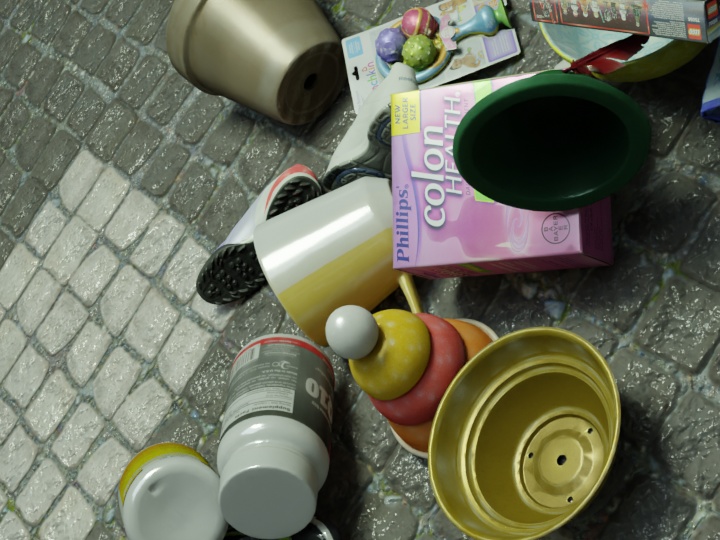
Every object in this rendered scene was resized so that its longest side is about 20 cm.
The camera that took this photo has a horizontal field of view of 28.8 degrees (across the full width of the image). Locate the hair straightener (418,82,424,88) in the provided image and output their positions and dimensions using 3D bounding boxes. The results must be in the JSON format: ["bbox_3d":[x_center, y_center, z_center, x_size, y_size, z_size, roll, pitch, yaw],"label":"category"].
[{"bbox_3d":[0.076,-0.169,1.565,0.076,0.041,0.202,-22,47,30],"label":"hair straightener"}]

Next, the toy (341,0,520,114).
[{"bbox_3d":[0.073,-0.263,1.579,0.197,0.047,0.116,-17,55,9],"label":"toy"}]

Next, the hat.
[{"bbox_3d":[0.175,-0.170,1.261,0.166,0.198,0.178,-49,32,45],"label":"hat"}]

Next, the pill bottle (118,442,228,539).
[{"bbox_3d":[-0.199,0.241,1.470,0.110,0.108,0.200,-61,10,-6],"label":"pill bottle"}]

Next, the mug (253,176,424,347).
[{"bbox_3d":[-0.002,-0.007,1.497,0.152,0.188,0.150,-31,12,11],"label":"mug"}]

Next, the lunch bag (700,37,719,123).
[{"bbox_3d":[0.411,-0.203,1.230,0.198,0.127,0.172,8,71,33],"label":"lunch bag"}]

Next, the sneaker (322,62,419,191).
[{"bbox_3d":[0.019,-0.149,1.557,0.200,0.074,0.088,-46,31,49],"label":"sneaker"}]

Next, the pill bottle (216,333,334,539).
[{"bbox_3d":[-0.085,0.166,1.415,0.113,0.114,0.201,-33,27,22],"label":"pill bottle"}]

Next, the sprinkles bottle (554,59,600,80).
[{"bbox_3d":[0.163,-0.139,1.453,0.199,0.068,0.069,-37,46,20],"label":"sprinkles bottle"}]

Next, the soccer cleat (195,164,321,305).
[{"bbox_3d":[-0.120,-0.042,1.661,0.200,0.068,0.073,-48,20,13],"label":"soccer cleat"}]

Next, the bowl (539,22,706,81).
[{"bbox_3d":[0.284,-0.261,1.383,0.198,0.108,0.203,-15,58,26],"label":"bowl"}]

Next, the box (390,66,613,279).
[{"bbox_3d":[0.137,-0.090,1.367,0.198,0.096,0.179,-4,82,29],"label":"box"}]

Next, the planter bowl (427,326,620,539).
[{"bbox_3d":[0.164,0.159,1.262,0.199,0.083,0.203,-21,54,32],"label":"planter bowl"}]

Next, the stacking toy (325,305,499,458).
[{"bbox_3d":[0.039,0.082,1.335,0.145,0.199,0.148,-21,53,30],"label":"stacking toy"}]

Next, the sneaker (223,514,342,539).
[{"bbox_3d":[-0.100,0.298,1.402,0.199,0.082,0.073,-19,93,41],"label":"sneaker"}]

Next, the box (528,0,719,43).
[{"bbox_3d":[0.264,-0.252,1.234,0.136,0.040,0.199,-33,33,-31],"label":"box"}]

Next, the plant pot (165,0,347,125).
[{"bbox_3d":[-0.109,-0.274,1.709,0.173,0.200,0.201,41,95,30],"label":"plant pot"}]
